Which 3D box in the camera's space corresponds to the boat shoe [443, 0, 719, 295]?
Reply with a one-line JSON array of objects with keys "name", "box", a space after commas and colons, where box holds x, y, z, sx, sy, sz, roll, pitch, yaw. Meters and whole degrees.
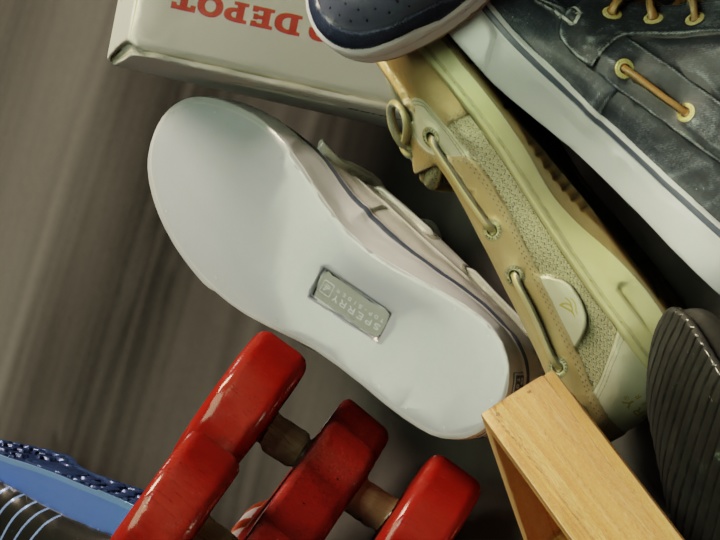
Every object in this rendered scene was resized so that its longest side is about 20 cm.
[{"name": "boat shoe", "box": [0.111, -0.081, 0.969, 0.200, 0.071, 0.091, 44, 105, 13]}]

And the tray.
[{"name": "tray", "box": [0.115, 0.136, 0.914, 0.037, 0.099, 0.200, -30, 52, -7]}]

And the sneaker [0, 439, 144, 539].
[{"name": "sneaker", "box": [-0.149, 0.126, 1.189, 0.199, 0.070, 0.079, 15, 92, 49]}]

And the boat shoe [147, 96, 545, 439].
[{"name": "boat shoe", "box": [0.003, -0.004, 1.064, 0.201, 0.086, 0.075, 35, 105, 25]}]

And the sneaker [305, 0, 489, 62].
[{"name": "sneaker", "box": [0.038, -0.159, 0.906, 0.200, 0.108, 0.070, -44, 71, 15]}]

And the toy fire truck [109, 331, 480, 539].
[{"name": "toy fire truck", "box": [-0.051, 0.136, 1.016, 0.112, 0.200, 0.168, 35, 121, 0]}]

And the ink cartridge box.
[{"name": "ink cartridge box", "box": [-0.016, -0.169, 1.074, 0.083, 0.145, 0.202, 172, 110, -78]}]

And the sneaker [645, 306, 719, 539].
[{"name": "sneaker", "box": [0.170, 0.085, 0.893, 0.074, 0.088, 0.200, 101, 149, -42]}]

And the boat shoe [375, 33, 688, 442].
[{"name": "boat shoe", "box": [0.053, -0.026, 0.998, 0.063, 0.073, 0.201, -40, 80, 12]}]
